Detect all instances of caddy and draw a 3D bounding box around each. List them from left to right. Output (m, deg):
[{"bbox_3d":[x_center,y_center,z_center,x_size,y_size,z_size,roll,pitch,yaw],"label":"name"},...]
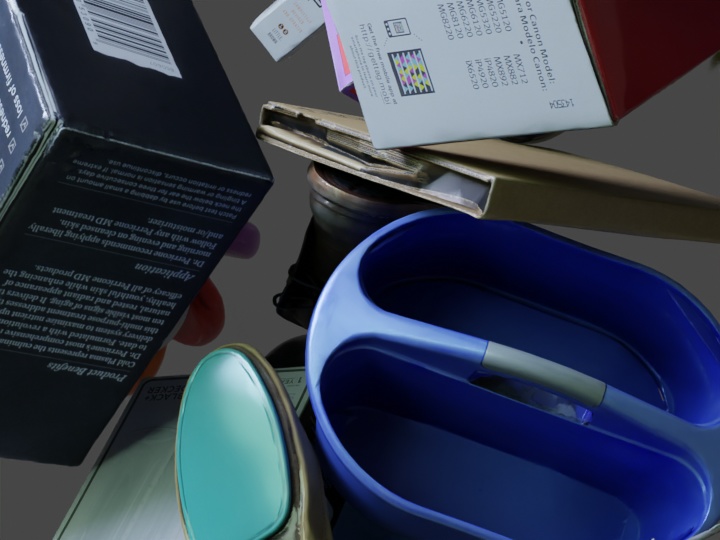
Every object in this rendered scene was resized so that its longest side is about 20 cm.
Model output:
[{"bbox_3d":[0.071,0.056,0.907,0.105,0.199,0.142,116,174,-72],"label":"caddy"}]

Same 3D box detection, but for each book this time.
[{"bbox_3d":[0.033,-0.204,1.168,0.200,0.048,0.134,-36,9,24],"label":"book"}]

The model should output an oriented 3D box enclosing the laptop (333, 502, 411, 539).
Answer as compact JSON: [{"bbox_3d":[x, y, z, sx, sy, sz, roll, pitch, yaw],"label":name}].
[{"bbox_3d":[-0.011,0.133,0.999,0.187,0.199,0.117,18,116,48],"label":"laptop"}]

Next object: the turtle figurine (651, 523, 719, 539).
[{"bbox_3d":[0.096,0.166,0.838,0.198,0.150,0.101,-8,68,14],"label":"turtle figurine"}]

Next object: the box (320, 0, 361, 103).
[{"bbox_3d":[0.034,-0.198,1.065,0.136,0.039,0.201,-30,55,29],"label":"box"}]

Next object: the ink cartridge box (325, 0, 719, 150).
[{"bbox_3d":[0.115,-0.130,0.870,0.175,0.084,0.200,-2,24,45],"label":"ink cartridge box"}]

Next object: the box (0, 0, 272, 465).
[{"bbox_3d":[-0.165,-0.049,0.993,0.197,0.123,0.201,-52,44,28],"label":"box"}]

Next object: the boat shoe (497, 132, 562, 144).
[{"bbox_3d":[0.133,-0.136,1.042,0.200,0.074,0.073,-50,-1,19],"label":"boat shoe"}]

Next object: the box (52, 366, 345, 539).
[{"bbox_3d":[-0.086,0.139,0.983,0.116,0.060,0.201,-6,39,30],"label":"box"}]

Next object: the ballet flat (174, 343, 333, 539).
[{"bbox_3d":[-0.037,0.131,0.905,0.068,0.063,0.201,-22,63,23],"label":"ballet flat"}]

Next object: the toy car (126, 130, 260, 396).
[{"bbox_3d":[-0.126,-0.024,1.181,0.174,0.150,0.201,10,77,50],"label":"toy car"}]

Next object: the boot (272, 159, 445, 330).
[{"bbox_3d":[0.000,0.000,1.017,0.074,0.200,0.097,25,95,11],"label":"boot"}]

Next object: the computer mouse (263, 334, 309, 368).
[{"bbox_3d":[-0.084,0.104,1.136,0.200,0.034,0.059,-47,22,14],"label":"computer mouse"}]

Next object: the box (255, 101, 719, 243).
[{"bbox_3d":[0.076,-0.042,0.962,0.163,0.199,0.021,22,102,48],"label":"box"}]
